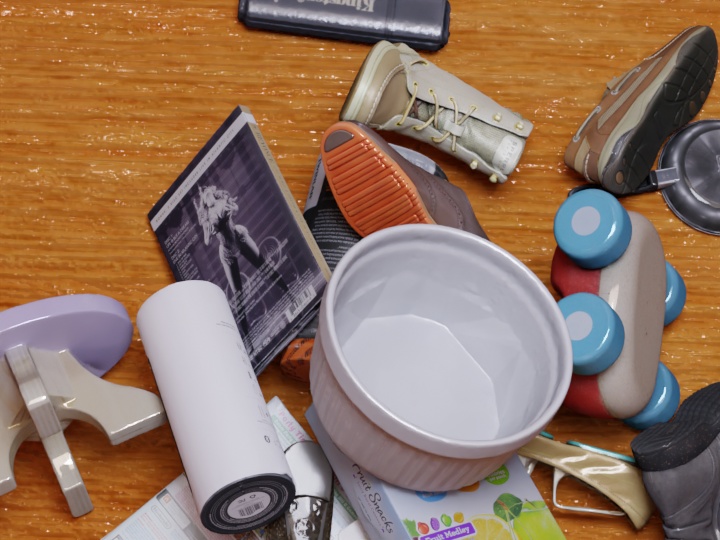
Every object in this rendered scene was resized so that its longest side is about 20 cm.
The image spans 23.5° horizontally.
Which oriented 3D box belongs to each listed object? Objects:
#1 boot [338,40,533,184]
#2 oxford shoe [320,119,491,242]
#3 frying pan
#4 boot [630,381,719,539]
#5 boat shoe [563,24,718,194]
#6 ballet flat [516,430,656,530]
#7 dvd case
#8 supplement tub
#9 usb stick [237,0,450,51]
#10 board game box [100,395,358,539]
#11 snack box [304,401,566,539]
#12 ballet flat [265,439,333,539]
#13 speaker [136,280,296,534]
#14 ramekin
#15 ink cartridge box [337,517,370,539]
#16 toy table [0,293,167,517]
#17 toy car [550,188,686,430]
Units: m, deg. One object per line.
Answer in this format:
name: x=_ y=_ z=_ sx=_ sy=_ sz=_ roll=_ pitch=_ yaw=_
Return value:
boot: x=0.070 y=-0.132 z=1.503 sx=0.154 sy=0.200 sz=0.072 roll=32 pitch=107 yaw=6
oxford shoe: x=0.041 y=-0.054 z=1.414 sx=0.200 sy=0.071 sz=0.073 roll=50 pitch=41 yaw=-23
frying pan: x=0.292 y=-0.098 z=1.576 sx=0.189 sy=0.031 sz=0.116 roll=15 pitch=69 yaw=0
boot: x=0.307 y=0.174 z=1.459 sx=0.199 sy=0.070 sz=0.133 roll=-24 pitch=101 yaw=-35
boat shoe: x=0.253 y=-0.155 z=1.568 sx=0.074 sy=0.076 sz=0.200 roll=19 pitch=54 yaw=36
ballet flat: x=0.159 y=0.164 z=1.460 sx=0.199 sy=0.069 sz=0.063 roll=20 pitch=85 yaw=6
dvd case: x=-0.104 y=-0.017 z=1.468 sx=0.016 sy=0.149 sz=0.201 roll=6 pitch=47 yaw=-46
supplement tub: x=0.000 y=0.000 z=1.480 sx=0.122 sy=0.123 sz=0.201 roll=13 pitch=70 yaw=3
usb stick: x=-0.014 y=-0.241 z=1.612 sx=0.198 sy=0.033 sz=0.056 roll=7 pitch=71 yaw=1
board game box: x=-0.100 y=0.226 z=1.430 sx=0.200 sy=0.064 sz=0.148 roll=-38 pitch=77 yaw=-12
snack box: x=0.062 y=0.170 z=1.375 sx=0.141 sy=0.053 sz=0.201 roll=-8 pitch=57 yaw=-37
ballet flat: x=-0.055 y=0.235 z=1.377 sx=0.067 sy=0.046 sz=0.202 roll=7 pitch=76 yaw=-9
speaker: x=-0.117 y=0.105 z=1.382 sx=0.081 sy=0.081 sz=0.201 roll=-18 pitch=54 yaw=-8
ramekin: x=0.053 y=0.074 z=1.332 sx=0.199 sy=0.105 sz=0.201 roll=11 pitch=52 yaw=-14
ink cartridge box: x=0.068 y=0.275 z=1.392 sx=0.116 sy=0.068 sz=0.200 roll=-30 pitch=77 yaw=-35
toy table: x=-0.265 y=0.114 z=1.417 sx=0.199 sy=0.184 sz=0.117 roll=-29 pitch=57 yaw=-2
toy car: x=0.154 y=0.039 z=1.473 sx=0.199 sy=0.184 sz=0.178 roll=-3 pitch=68 yaw=27
